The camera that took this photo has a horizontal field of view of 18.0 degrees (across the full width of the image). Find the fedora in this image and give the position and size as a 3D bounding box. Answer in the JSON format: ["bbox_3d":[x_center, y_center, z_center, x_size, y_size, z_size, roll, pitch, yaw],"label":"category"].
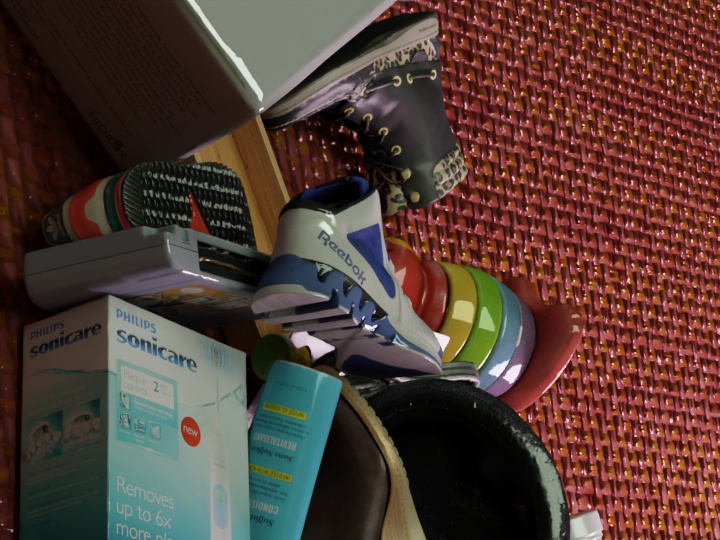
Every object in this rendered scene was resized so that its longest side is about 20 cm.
[{"bbox_3d":[0.061,0.182,1.708,0.092,0.201,0.201,78,-1,-81],"label":"fedora"}]

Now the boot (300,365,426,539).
[{"bbox_3d":[-0.045,0.184,1.612,0.166,0.072,0.200,-24,89,-18],"label":"boot"}]

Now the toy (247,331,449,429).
[{"bbox_3d":[-0.020,0.076,1.747,0.047,0.115,0.200,35,9,30],"label":"toy"}]

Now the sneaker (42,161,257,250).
[{"bbox_3d":[-0.150,-0.035,1.613,0.200,0.093,0.070,5,73,-66],"label":"sneaker"}]

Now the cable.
[{"bbox_3d":[0.036,0.096,1.735,0.050,0.097,0.200,61,11,25],"label":"cable"}]

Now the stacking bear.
[{"bbox_3d":[0.062,0.036,1.862,0.200,0.121,0.114,25,95,-34],"label":"stacking bear"}]

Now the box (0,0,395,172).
[{"bbox_3d":[-0.116,-0.208,1.620,0.200,0.171,0.199,55,49,-10],"label":"box"}]

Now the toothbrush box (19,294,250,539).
[{"bbox_3d":[-0.150,0.137,1.526,0.146,0.085,0.200,28,51,-47],"label":"toothbrush box"}]

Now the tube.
[{"bbox_3d":[-0.066,0.164,1.575,0.050,0.077,0.200,34,71,-62],"label":"tube"}]

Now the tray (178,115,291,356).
[{"bbox_3d":[-0.093,-0.039,1.741,0.099,0.037,0.200,-21,92,-57],"label":"tray"}]

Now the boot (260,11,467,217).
[{"bbox_3d":[0.006,-0.116,1.879,0.200,0.073,0.151,-33,115,-40],"label":"boot"}]

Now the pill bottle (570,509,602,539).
[{"bbox_3d":[0.193,0.307,1.910,0.104,0.104,0.200,-10,83,-56],"label":"pill bottle"}]

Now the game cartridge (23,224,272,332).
[{"bbox_3d":[-0.135,0.010,1.561,0.200,0.133,0.042,18,59,-61],"label":"game cartridge"}]

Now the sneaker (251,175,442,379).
[{"bbox_3d":[0.000,0.000,1.593,0.199,0.081,0.115,37,54,-54],"label":"sneaker"}]
